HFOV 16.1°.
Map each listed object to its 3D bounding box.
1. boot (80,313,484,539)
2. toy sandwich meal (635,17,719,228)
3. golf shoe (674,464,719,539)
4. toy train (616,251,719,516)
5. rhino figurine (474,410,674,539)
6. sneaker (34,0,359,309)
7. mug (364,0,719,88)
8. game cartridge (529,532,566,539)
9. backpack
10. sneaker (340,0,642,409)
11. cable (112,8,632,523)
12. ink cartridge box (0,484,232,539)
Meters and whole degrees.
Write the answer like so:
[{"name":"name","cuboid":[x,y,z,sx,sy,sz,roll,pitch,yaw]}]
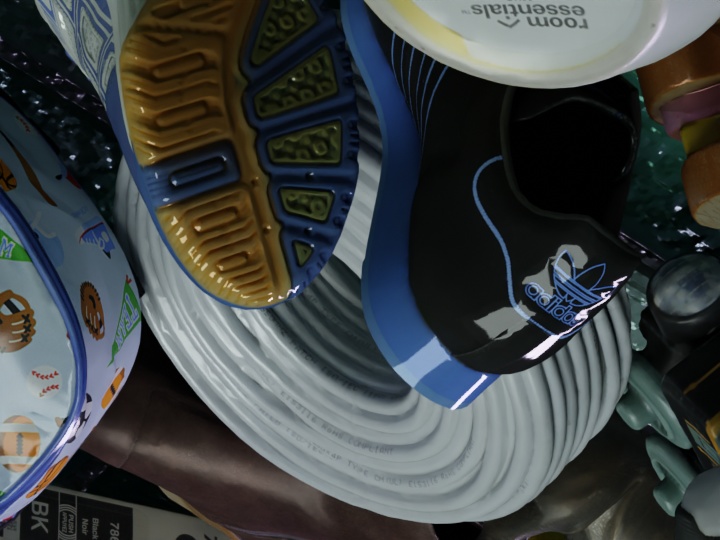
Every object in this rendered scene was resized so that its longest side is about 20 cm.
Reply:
[{"name":"boot","cuboid":[-0.039,0.067,1.032,0.166,0.073,0.200,13,160,31]},{"name":"toy sandwich meal","cuboid":[0.175,-0.058,0.698,0.204,0.071,0.205,-6,176,0]},{"name":"golf shoe","cuboid":[0.165,0.030,0.761,0.078,0.095,0.200,-8,165,-44]},{"name":"toy train","cuboid":[0.160,0.077,0.919,0.114,0.085,0.200,48,171,47]},{"name":"rhino figurine","cuboid":[0.130,0.129,1.042,0.200,0.088,0.060,36,172,-23]},{"name":"sneaker","cuboid":[-0.061,-0.081,0.803,0.075,0.201,0.088,-14,173,-25]},{"name":"mug","cuboid":[0.048,-0.124,0.680,0.149,0.154,0.187,30,144,-14]},{"name":"game cartridge","cuboid":[0.120,0.226,1.072,0.032,0.200,0.176,-33,121,31]},{"name":"backpack","cuboid":[-0.182,0.025,0.914,0.190,0.154,0.200,-39,98,13]},{"name":"sneaker","cuboid":[0.043,-0.054,0.752,0.078,0.201,0.070,-34,132,31]},{"name":"cable","cuboid":[0.000,0.000,0.900,0.199,0.069,0.200,24,143,31]},{"name":"ink cartridge box","cuboid":[-0.131,0.136,1.154,0.199,0.039,0.099,14,146,-31]}]
